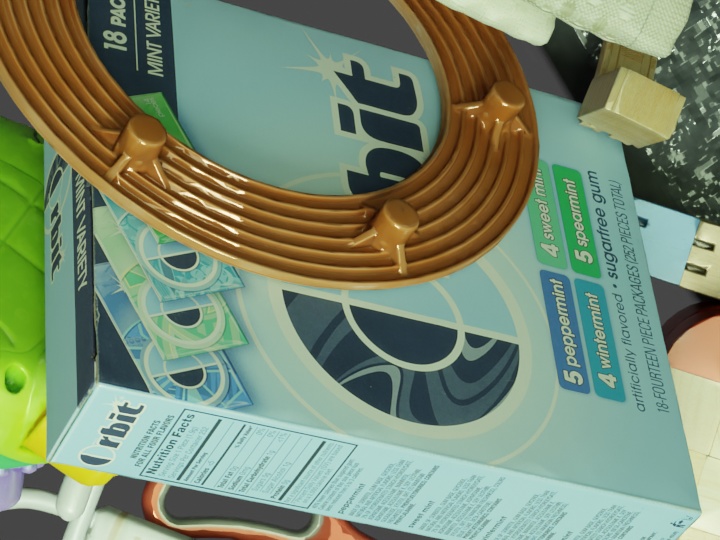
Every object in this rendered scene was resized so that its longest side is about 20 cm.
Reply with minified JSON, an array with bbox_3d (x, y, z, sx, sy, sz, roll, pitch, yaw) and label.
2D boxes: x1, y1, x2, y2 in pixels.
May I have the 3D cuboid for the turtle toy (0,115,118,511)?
[{"bbox_3d":[-0.136,0.023,0.735,0.146,0.200,0.101,37,128,-6],"label":"turtle toy"}]

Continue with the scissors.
[{"bbox_3d":[0.019,0.107,0.834,0.199,0.014,0.074,7,90,-9],"label":"scissors"}]

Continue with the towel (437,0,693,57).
[{"bbox_3d":[0.027,-0.174,0.613,0.199,0.035,0.193,22,86,-15],"label":"towel"}]

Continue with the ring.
[{"bbox_3d":[-0.029,-0.077,0.745,0.200,0.019,0.201,18,44,-19],"label":"ring"}]

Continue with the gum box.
[{"bbox_3d":[0.000,0.000,0.741,0.199,0.045,0.170,14,47,-24],"label":"gum box"}]

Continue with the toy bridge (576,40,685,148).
[{"bbox_3d":[0.118,-0.139,0.814,0.027,0.067,0.201,21,82,-11],"label":"toy bridge"}]

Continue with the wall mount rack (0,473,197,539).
[{"bbox_3d":[-0.064,0.157,0.776,0.199,0.075,0.174,20,90,2],"label":"wall mount rack"}]

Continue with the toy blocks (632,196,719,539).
[{"bbox_3d":[0.126,0.063,0.820,0.136,0.100,0.201,17,94,1],"label":"toy blocks"}]
